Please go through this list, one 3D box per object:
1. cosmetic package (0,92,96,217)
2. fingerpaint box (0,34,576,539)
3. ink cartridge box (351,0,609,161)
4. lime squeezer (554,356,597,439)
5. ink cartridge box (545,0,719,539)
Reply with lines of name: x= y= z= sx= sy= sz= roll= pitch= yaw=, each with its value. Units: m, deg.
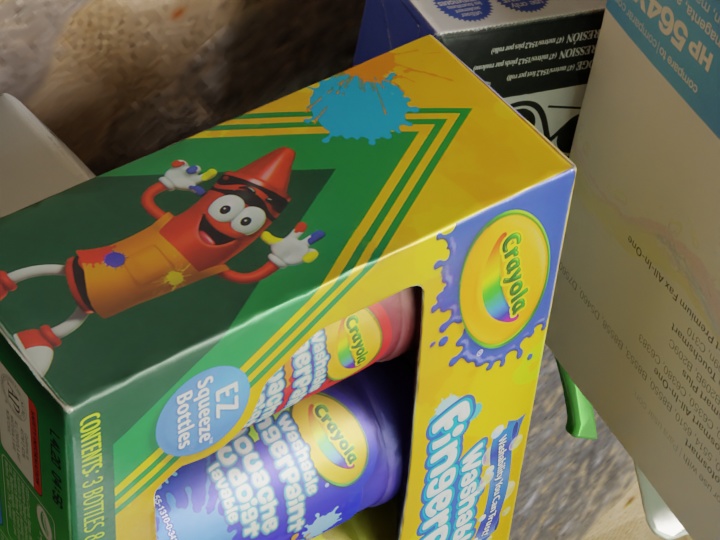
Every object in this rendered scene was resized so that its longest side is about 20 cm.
cosmetic package: x=-0.137 y=0.056 z=0.689 sx=0.200 sy=0.081 sz=0.113 roll=-43 pitch=148 yaw=-1
fingerpaint box: x=-0.031 y=0.052 z=0.660 sx=0.166 sy=0.073 sz=0.200 roll=-25 pitch=143 yaw=-27
ink cartridge box: x=0.091 y=-0.066 z=0.742 sx=0.199 sy=0.044 sz=0.094 roll=-13 pitch=136 yaw=-28
lime squeezer: x=0.090 y=-0.029 z=0.821 sx=0.070 sy=0.038 sz=0.201 roll=12 pitch=107 yaw=-15
ink cartridge box: x=0.146 y=-0.011 z=0.701 sx=0.128 sy=0.125 sz=0.200 roll=-14 pitch=138 yaw=-25
